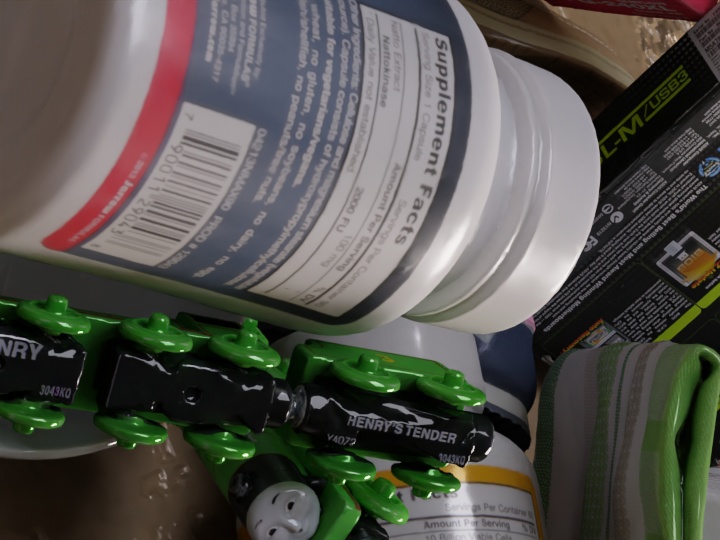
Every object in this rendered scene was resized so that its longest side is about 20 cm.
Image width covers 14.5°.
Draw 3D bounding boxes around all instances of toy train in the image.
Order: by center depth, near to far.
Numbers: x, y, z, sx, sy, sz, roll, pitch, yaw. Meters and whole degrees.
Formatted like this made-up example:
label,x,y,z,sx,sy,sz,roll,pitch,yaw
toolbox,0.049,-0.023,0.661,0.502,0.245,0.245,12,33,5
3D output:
label,x,y,z,sx,sy,sz,roll,pitch,yaw
toy train,-0.053,0.031,0.846,0.200,0.056,0.042,12,101,-26
toy train,-0.044,0.046,0.952,0.056,0.042,0.200,29,10,-31

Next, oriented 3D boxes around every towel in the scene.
label,x,y,z,sx,sy,sz,roll,pitch,yaw
towel,0.089,0.099,1.047,0.031,0.200,0.149,6,86,-7

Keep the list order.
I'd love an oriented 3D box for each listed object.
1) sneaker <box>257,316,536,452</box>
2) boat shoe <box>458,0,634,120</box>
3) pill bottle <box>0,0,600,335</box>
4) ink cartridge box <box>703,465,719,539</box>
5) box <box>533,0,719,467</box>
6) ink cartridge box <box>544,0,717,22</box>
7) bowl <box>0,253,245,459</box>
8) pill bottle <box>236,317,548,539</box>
label,x,y,z,sx,sy,sz,roll,pitch,yaw
sneaker,0.000,0.000,1.105,0.200,0.070,0.082,41,47,-42
boat shoe,0.047,-0.112,1.228,0.200,0.071,0.065,19,56,-44
pill bottle,-0.028,-0.044,0.861,0.200,0.120,0.120,17,57,-40
ink cartridge box,0.198,0.132,1.166,0.200,0.145,0.084,2,97,-66
box,0.174,-0.015,1.226,0.193,0.200,0.048,32,22,-37
ink cartridge box,0.082,-0.195,1.120,0.200,0.083,0.145,20,83,-59
bowl,-0.136,-0.026,0.912,0.201,0.090,0.201,15,64,-32
pill bottle,0.015,0.122,1.014,0.113,0.113,0.200,15,59,-47
